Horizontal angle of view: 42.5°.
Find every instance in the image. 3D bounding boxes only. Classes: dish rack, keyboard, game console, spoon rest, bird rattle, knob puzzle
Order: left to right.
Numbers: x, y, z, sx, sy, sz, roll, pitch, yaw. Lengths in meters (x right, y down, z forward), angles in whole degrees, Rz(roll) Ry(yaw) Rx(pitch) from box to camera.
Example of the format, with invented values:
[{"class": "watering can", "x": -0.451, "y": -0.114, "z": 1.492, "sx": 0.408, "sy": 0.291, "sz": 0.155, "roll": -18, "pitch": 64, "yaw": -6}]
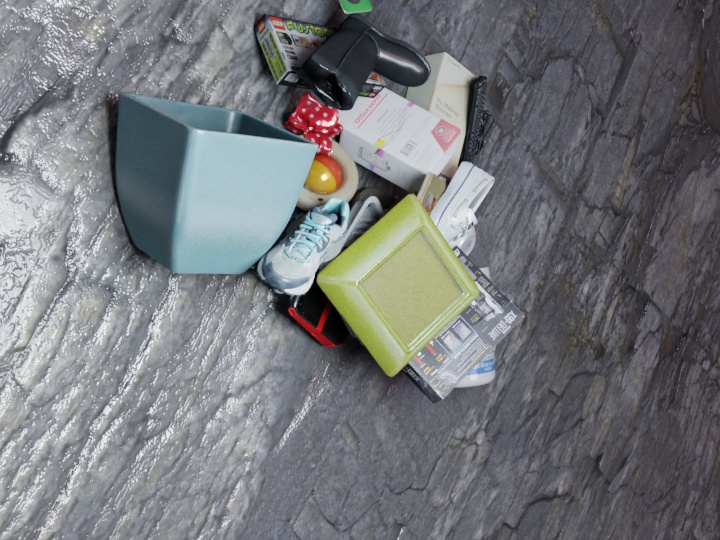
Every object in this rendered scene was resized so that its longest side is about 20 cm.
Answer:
[{"class": "bird rattle", "x": -0.077, "y": -0.157, "z": 1.383, "sx": 0.163, "sy": 0.113, "sz": 0.200, "roll": 44, "pitch": 48, "yaw": 2}, {"class": "game console", "x": -0.042, "y": 0.006, "z": 1.443, "sx": 0.177, "sy": 0.031, "sz": 0.200, "roll": 46, "pitch": 58, "yaw": -54}, {"class": "dish rack", "x": 0.000, "y": 0.000, "z": 1.440, "sx": 0.172, "sy": 0.044, "sz": 0.200, "roll": -60, "pitch": 144, "yaw": -31}, {"class": "knob puzzle", "x": 0.084, "y": -0.060, "z": 1.472, "sx": 0.220, "sy": 0.030, "sz": 0.220, "roll": -59, "pitch": 164, "yaw": -30}, {"class": "spoon rest", "x": 0.175, "y": -0.092, "z": 1.630, "sx": 0.099, "sy": 0.061, "sz": 0.200, "roll": -31, "pitch": 144, "yaw": -41}, {"class": "keyboard", "x": 0.213, "y": -0.249, "z": 1.650, "sx": 0.104, "sy": 0.040, "sz": 0.200, "roll": -57, "pitch": 158, "yaw": -60}]

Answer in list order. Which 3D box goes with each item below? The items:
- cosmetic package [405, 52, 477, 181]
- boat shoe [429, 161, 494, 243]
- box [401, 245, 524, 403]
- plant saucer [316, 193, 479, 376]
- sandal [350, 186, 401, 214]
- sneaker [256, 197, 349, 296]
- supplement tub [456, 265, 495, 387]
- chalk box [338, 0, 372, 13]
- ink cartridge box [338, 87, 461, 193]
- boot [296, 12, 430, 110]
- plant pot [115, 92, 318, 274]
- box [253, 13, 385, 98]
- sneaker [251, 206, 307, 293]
[{"class": "cosmetic package", "x": 0.129, "y": -0.264, "z": 1.611, "sx": 0.104, "sy": 0.073, "sz": 0.200, "roll": 25, "pitch": 74, "yaw": -41}, {"class": "boat shoe", "x": 0.155, "y": -0.088, "z": 1.490, "sx": 0.200, "sy": 0.067, "sz": 0.074, "roll": -62, "pitch": 165, "yaw": -18}, {"class": "box", "x": 0.133, "y": 0.082, "z": 1.443, "sx": 0.158, "sy": 0.050, "sz": 0.200, "roll": 46, "pitch": 69, "yaw": 3}, {"class": "plant saucer", "x": 0.069, "y": 0.024, "z": 1.349, "sx": 0.200, "sy": 0.048, "sz": 0.200, "roll": -42, "pitch": 110, "yaw": -15}, {"class": "sandal", "x": 0.063, "y": -0.082, "z": 1.559, "sx": 0.200, "sy": 0.055, "sz": 0.082, "roll": 30, "pitch": 70, "yaw": -39}, {"class": "sneaker", "x": -0.074, "y": -0.041, "z": 1.250, "sx": 0.086, "sy": 0.078, "sz": 0.200, "roll": -65, "pitch": 174, "yaw": 35}, {"class": "supplement tub", "x": 0.165, "y": 0.095, "z": 1.603, "sx": 0.132, "sy": 0.132, "sz": 0.200, "roll": -7, "pitch": 95, "yaw": -43}, {"class": "chalk box", "x": -0.032, "y": -0.497, "z": 1.427, "sx": 0.125, "sy": 0.124, "sz": 0.200, "roll": -21, "pitch": 105, "yaw": -42}, {"class": "ink cartridge box", "x": 0.045, "y": -0.219, "z": 1.493, "sx": 0.116, "sy": 0.200, "sz": 0.068, "roll": -52, "pitch": 167, "yaw": -30}, {"class": "boot", "x": 0.010, "y": -0.295, "z": 1.378, "sx": 0.165, "sy": 0.066, "sz": 0.200, "roll": 31, "pitch": 36, "yaw": -2}, {"class": "plant pot", "x": -0.206, "y": -0.104, "z": 1.219, "sx": 0.196, "sy": 0.196, "sz": 0.200, "roll": 0, "pitch": 110, "yaw": -43}, {"class": "box", "x": -0.059, "y": -0.328, "z": 1.426, "sx": 0.200, "sy": 0.035, "sz": 0.110, "roll": -2, "pitch": 61, "yaw": -43}, {"class": "sneaker", "x": -0.098, "y": -0.052, "z": 1.411, "sx": 0.200, "sy": 0.075, "sz": 0.087, "roll": -61, "pitch": 147, "yaw": -25}]
